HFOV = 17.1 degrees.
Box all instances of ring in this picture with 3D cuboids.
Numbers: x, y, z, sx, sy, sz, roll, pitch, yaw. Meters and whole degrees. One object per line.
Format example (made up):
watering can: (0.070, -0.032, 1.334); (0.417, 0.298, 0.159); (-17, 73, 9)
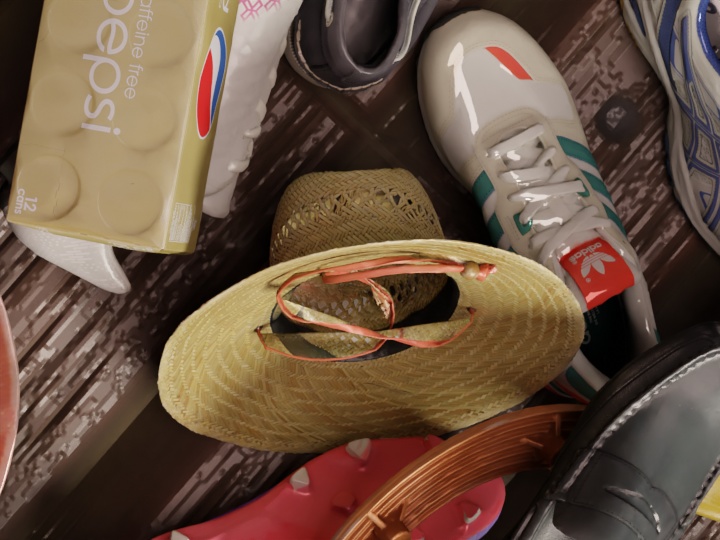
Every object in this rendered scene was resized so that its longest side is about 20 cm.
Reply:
ring: (0.055, 0.143, 1.086); (0.200, 0.019, 0.201); (-22, 137, -22)

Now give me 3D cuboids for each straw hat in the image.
straw hat: (0.000, 0.000, 1.046); (0.200, 0.201, 0.085); (0, 61, -19)

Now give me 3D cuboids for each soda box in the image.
soda box: (-0.086, -0.110, 0.959); (0.067, 0.064, 0.201); (10, 90, 7)

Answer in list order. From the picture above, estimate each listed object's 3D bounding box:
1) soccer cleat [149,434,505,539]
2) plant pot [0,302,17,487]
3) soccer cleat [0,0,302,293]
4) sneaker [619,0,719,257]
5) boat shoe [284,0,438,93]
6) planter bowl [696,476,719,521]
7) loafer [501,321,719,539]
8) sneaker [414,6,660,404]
soccer cleat: (-0.029, 0.132, 1.090); (0.199, 0.077, 0.067); (-20, 62, -19)
plant pot: (-0.220, 0.018, 0.904); (0.200, 0.195, 0.202); (-1, 103, -2)
soccer cleat: (-0.067, -0.077, 1.029); (0.086, 0.070, 0.200); (44, 93, -12)
sneaker: (0.182, -0.070, 1.105); (0.075, 0.088, 0.201); (-33, 110, -12)
boat shoe: (0.034, -0.167, 1.048); (0.072, 0.063, 0.201); (29, 89, -19)
planter bowl: (0.227, 0.050, 1.122); (0.200, 0.200, 0.084); (16, 60, -21)
loafer: (0.103, 0.110, 1.012); (0.068, 0.070, 0.201); (39, 93, -16)
sneaker: (0.091, -0.025, 1.079); (0.070, 0.093, 0.201); (-25, 108, -13)
